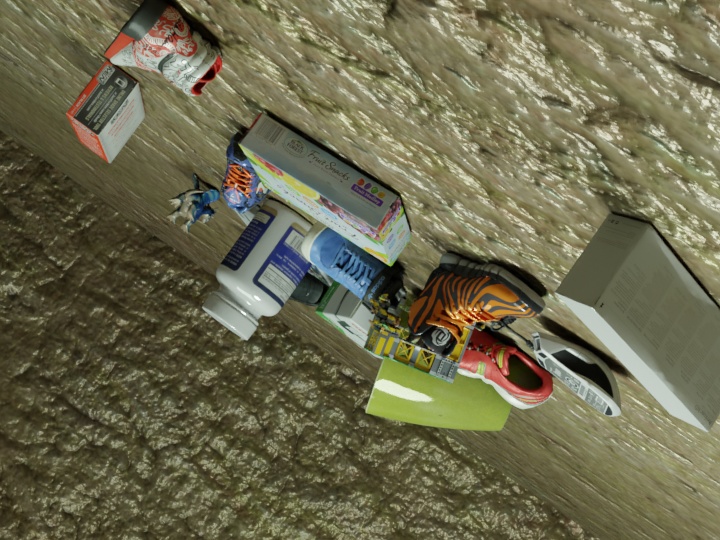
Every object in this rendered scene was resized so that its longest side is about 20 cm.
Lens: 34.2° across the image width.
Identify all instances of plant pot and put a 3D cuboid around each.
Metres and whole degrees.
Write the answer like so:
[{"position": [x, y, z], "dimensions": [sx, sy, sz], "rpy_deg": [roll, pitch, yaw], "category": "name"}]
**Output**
[{"position": [0.132, 0.159, 1.743], "dimensions": [0.199, 0.188, 0.187], "rpy_deg": [20, 169, 5], "category": "plant pot"}]

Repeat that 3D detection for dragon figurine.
[{"position": [-0.293, -0.132, 2.106], "dimensions": [0.059, 0.100, 0.200], "rpy_deg": [36, 152, 5], "category": "dragon figurine"}]

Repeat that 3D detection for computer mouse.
[{"position": [0.238, 0.097, 1.395], "dimensions": [0.200, 0.044, 0.110], "rpy_deg": [39, 167, 16], "category": "computer mouse"}]

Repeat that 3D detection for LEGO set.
[{"position": [0.083, 0.062, 1.533], "dimensions": [0.153, 0.117, 0.200], "rpy_deg": [22, -176, 8], "category": "LEGO set"}]

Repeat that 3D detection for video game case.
[{"position": [-0.133, -0.053, 2.044], "dimensions": [0.181, 0.023, 0.200], "rpy_deg": [32, 170, 23], "category": "video game case"}]

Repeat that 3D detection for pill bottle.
[{"position": [-0.156, 0.002, 1.836], "dimensions": [0.119, 0.201, 0.120], "rpy_deg": [34, 171, 6], "category": "pill bottle"}]

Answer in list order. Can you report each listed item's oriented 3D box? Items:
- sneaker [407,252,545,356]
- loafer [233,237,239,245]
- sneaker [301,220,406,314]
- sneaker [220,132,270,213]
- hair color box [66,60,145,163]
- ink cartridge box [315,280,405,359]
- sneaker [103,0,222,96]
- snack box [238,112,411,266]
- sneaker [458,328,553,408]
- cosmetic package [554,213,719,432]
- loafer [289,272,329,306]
[{"position": [0.127, 0.052, 1.335], "dimensions": [0.077, 0.112, 0.200], "rpy_deg": [39, 170, -23], "category": "sneaker"}, {"position": [-0.181, 0.007, 2.365], "dimensions": [0.200, 0.070, 0.070], "rpy_deg": [39, 170, -21], "category": "loafer"}, {"position": [0.001, -0.001, 1.629], "dimensions": [0.111, 0.077, 0.200], "rpy_deg": [37, 177, 30], "category": "sneaker"}, {"position": [-0.152, -0.122, 1.579], "dimensions": [0.075, 0.079, 0.200], "rpy_deg": [33, 171, 8], "category": "sneaker"}, {"position": [-0.381, -0.236, 1.771], "dimensions": [0.061, 0.102, 0.200], "rpy_deg": [35, 170, -3], "category": "hair color box"}, {"position": [0.026, 0.082, 1.947], "dimensions": [0.146, 0.083, 0.200], "rpy_deg": [37, 170, -15], "category": "ink cartridge box"}, {"position": [-0.215, -0.233, 1.285], "dimensions": [0.108, 0.067, 0.201], "rpy_deg": [40, 167, -15], "category": "sneaker"}, {"position": [-0.039, -0.094, 1.389], "dimensions": [0.199, 0.053, 0.142], "rpy_deg": [33, 172, 16], "category": "snack box"}, {"position": [0.186, 0.119, 1.642], "dimensions": [0.199, 0.077, 0.085], "rpy_deg": [29, 160, -1], "category": "sneaker"}, {"position": [0.247, 0.046, 0.966], "dimensions": [0.200, 0.083, 0.051], "rpy_deg": [43, 168, -34], "category": "cosmetic package"}, {"position": [-0.102, 0.027, 2.164], "dimensions": [0.070, 0.069, 0.200], "rpy_deg": [14, 175, 28], "category": "loafer"}]
